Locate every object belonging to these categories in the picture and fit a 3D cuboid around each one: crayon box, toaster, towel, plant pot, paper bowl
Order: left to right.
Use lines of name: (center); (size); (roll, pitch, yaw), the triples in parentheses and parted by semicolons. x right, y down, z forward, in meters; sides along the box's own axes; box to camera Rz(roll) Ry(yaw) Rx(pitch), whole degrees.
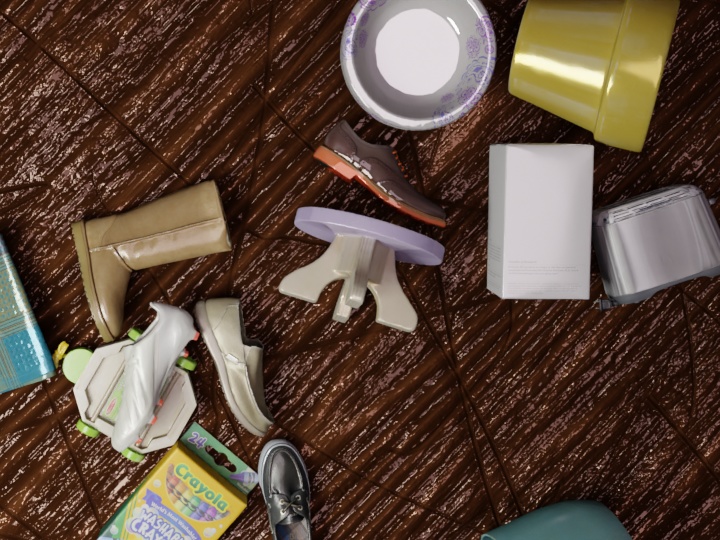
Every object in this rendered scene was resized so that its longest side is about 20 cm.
towel: (-0.495, 0.065, 1.682); (0.146, 0.022, 0.201); (-18, 96, 15)
crayon box: (-0.243, 0.323, 1.731); (0.126, 0.052, 0.200); (40, 91, -7)
paper bowl: (0.072, -0.284, 1.670); (0.199, 0.104, 0.202); (-1, 96, -5)
plant pot: (0.282, 0.403, 1.716); (0.160, 0.200, 0.201); (-28, 97, -13)
plant pot: (0.296, -0.271, 1.655); (0.188, 0.201, 0.202); (14, 95, 9)
toaster: (0.390, -0.036, 1.719); (0.199, 0.114, 0.130); (-18, 93, -1)

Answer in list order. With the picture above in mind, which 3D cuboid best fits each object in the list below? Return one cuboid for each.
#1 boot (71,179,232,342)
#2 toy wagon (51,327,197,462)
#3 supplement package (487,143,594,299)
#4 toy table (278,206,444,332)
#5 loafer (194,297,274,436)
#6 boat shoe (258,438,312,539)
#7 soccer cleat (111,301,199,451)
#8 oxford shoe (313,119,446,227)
boot: (-0.266, -0.014, 1.680); (0.199, 0.066, 0.176); (-14, 86, -4)
toy wagon: (-0.320, 0.155, 1.715); (0.199, 0.040, 0.156); (30, 92, -6)
supplement package: (0.237, -0.068, 1.696); (0.119, 0.121, 0.201); (0, 96, -4)
toy table: (0.000, 0.000, 1.666); (0.199, 0.184, 0.118); (14, 78, 6)
loafer: (-0.157, 0.125, 1.706); (0.068, 0.076, 0.201); (-23, 96, 4)
boat shoe: (-0.094, 0.330, 1.737); (0.068, 0.057, 0.201); (-9, 98, -13)
soccer cleat: (-0.283, 0.136, 1.660); (0.077, 0.069, 0.201); (28, 85, -19)
oxford shoe: (0.038, -0.126, 1.702); (0.199, 0.071, 0.073); (33, 87, -7)
